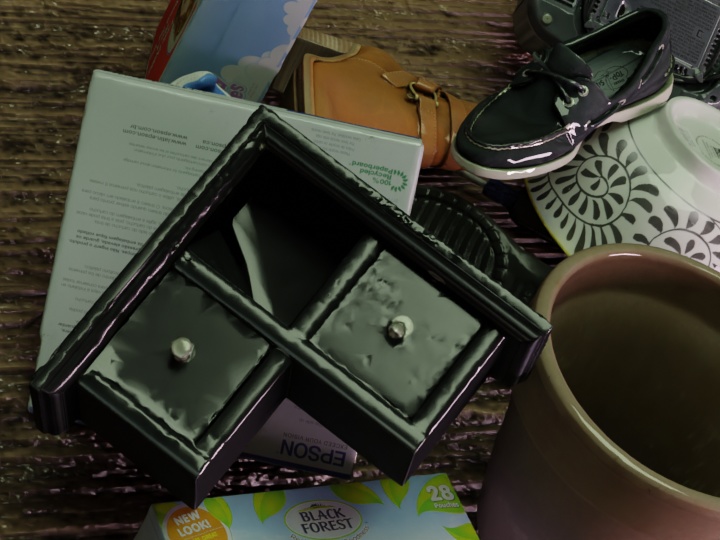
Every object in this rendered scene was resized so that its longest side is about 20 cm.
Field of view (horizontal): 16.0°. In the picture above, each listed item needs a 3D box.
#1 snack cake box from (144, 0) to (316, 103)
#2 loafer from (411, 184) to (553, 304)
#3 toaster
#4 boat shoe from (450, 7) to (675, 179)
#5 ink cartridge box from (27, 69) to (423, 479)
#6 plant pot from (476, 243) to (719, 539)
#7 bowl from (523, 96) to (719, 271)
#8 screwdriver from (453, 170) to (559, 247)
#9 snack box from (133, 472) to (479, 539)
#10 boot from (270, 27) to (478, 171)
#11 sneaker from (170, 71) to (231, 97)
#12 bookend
[{"bbox_3d":[-0.076,-0.173,1.631,0.067,0.200,0.115,20,43,-14],"label":"snack cake box"},{"bbox_3d":[0.089,0.017,1.662,0.199,0.071,0.073,34,82,14],"label":"loafer"},{"bbox_3d":[0.202,-0.180,1.844,0.199,0.114,0.129,23,-2,-8],"label":"toaster"},{"bbox_3d":[0.137,-0.121,1.675,0.199,0.066,0.074,-22,49,-34],"label":"boat shoe"},{"bbox_3d":[-0.078,0.002,1.478,0.195,0.202,0.043,12,6,-1],"label":"ink cartridge box"},{"bbox_3d":[0.156,0.112,1.519,0.199,0.175,0.201,16,44,-16],"label":"plant pot"},{"bbox_3d":[0.218,-0.056,1.755,0.200,0.094,0.201,27,32,-18],"label":"bowl"},{"bbox_3d":[0.071,-0.065,1.753,0.199,0.028,0.029,28,13,-3],"label":"screwdriver"},{"bbox_3d":[-0.012,0.203,1.410,0.199,0.068,0.169,-1,49,-33],"label":"snack box"},{"bbox_3d":[0.019,-0.090,1.672,0.154,0.074,0.200,21,30,-11],"label":"boot"},{"bbox_3d":[-0.079,-0.022,1.525,0.080,0.147,0.201,-8,55,-36],"label":"sneaker"},{"bbox_3d":[-0.039,0.056,1.370,0.198,0.092,0.200,38,73,8],"label":"bookend"}]
